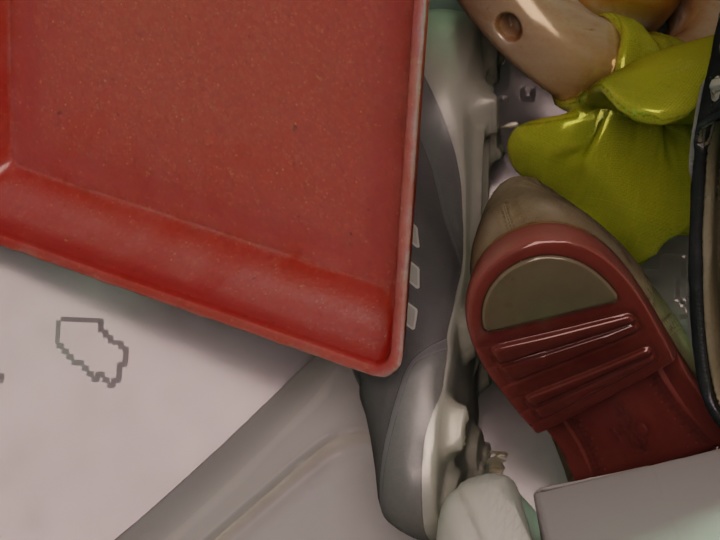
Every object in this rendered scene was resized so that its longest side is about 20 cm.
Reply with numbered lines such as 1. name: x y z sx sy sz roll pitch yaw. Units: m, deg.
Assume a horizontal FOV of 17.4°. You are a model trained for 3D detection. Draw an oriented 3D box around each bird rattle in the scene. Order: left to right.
1. bird rattle: 0.064 -0.101 0.806 0.200 0.163 0.113 40 128 7

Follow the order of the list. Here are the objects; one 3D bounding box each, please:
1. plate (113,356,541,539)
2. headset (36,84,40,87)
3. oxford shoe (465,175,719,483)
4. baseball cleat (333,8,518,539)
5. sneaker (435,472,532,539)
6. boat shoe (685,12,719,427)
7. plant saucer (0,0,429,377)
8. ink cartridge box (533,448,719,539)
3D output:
1. plate: -0.003 0.147 0.791 0.200 0.032 0.200 -41 81 -17
2. headset: -0.062 -0.147 0.830 0.094 0.123 0.201 23 99 32
3. oxford shoe: 0.097 0.053 0.784 0.070 0.075 0.200 -21 117 12
4. baseball cleat: 0.000 0.000 0.813 0.106 0.070 0.201 0 58 10
5. sneaker: 0.022 0.164 0.726 0.088 0.075 0.201 -2 90 3
6. boat shoe: 0.132 -0.040 0.689 0.060 0.075 0.201 -26 121 -37
7. plant saucer: -0.057 -0.087 0.758 0.199 0.037 0.201 18 120 28
8. ink cartridge box: 0.114 0.172 0.707 0.084 0.145 0.201 -12 108 1
